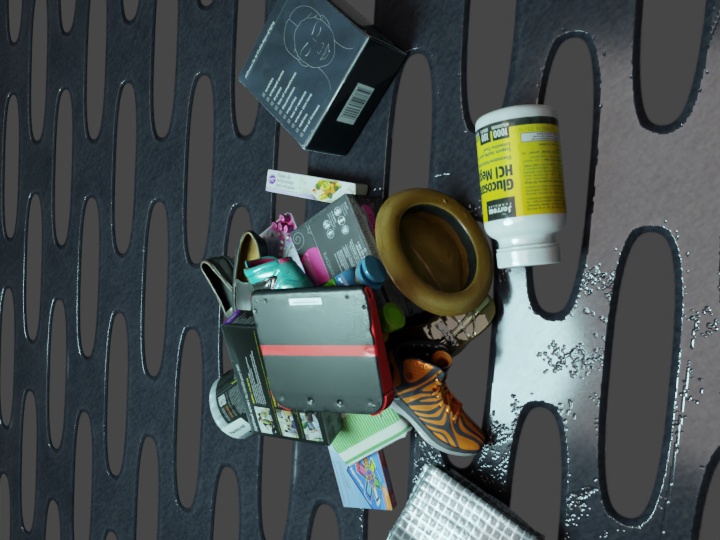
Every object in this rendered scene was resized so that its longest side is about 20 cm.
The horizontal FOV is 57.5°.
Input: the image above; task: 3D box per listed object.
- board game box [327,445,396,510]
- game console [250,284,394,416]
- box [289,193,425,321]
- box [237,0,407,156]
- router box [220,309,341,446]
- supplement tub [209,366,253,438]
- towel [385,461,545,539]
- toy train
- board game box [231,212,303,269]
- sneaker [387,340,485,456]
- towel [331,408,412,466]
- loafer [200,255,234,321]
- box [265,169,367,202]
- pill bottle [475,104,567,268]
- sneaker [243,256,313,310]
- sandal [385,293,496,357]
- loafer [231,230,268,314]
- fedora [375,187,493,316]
[{"bbox_3d":[-0.009,0.294,1.079,0.101,0.019,0.205,-9,99,35],"label":"board game box"},{"bbox_3d":[-0.054,0.108,0.885,0.196,0.031,0.181,-4,103,30],"label":"game console"},{"bbox_3d":[0.000,0.000,1.032,0.131,0.114,0.204,-30,77,30],"label":"box"},{"bbox_3d":[-0.066,-0.329,1.063,0.197,0.123,0.201,46,116,23],"label":"box"},{"bbox_3d":[-0.118,0.162,0.997,0.146,0.051,0.204,2,116,26],"label":"router box"},{"bbox_3d":[-0.164,0.202,1.147,0.199,0.121,0.124,-35,72,31],"label":"supplement tub"},{"bbox_3d":[0.138,0.392,0.930,0.198,0.085,0.168,28,88,23],"label":"towel"},{"bbox_3d":[0.019,0.088,0.897,0.115,0.084,0.203,-36,77,40],"label":"toy train"},{"bbox_3d":[-0.162,0.031,1.200,0.198,0.026,0.203,-33,73,31],"label":"board game box"},{"bbox_3d":[0.115,0.179,0.938,0.198,0.078,0.113,34,122,-5],"label":"sneaker"},{"bbox_3d":[-0.028,0.199,1.018,0.152,0.023,0.201,-36,94,33],"label":"towel"},{"bbox_3d":[-0.233,0.062,1.195,0.072,0.062,0.202,-42,68,26],"label":"loafer"},{"bbox_3d":[-0.078,-0.142,1.127,0.197,0.041,0.040,14,99,35],"label":"box"},{"bbox_3d":[0.216,-0.108,0.878,0.110,0.112,0.205,-7,88,34],"label":"pill bottle"},{"bbox_3d":[-0.151,0.042,1.043,0.199,0.083,0.122,-40,73,39],"label":"sneaker"},{"bbox_3d":[0.120,0.100,0.993,0.198,0.054,0.081,-36,79,15],"label":"sandal"},{"bbox_3d":[-0.194,0.031,1.133,0.071,0.072,0.205,-6,76,0],"label":"loafer"},{"bbox_3d":[0.097,-0.018,0.951,0.204,0.197,0.082,63,151,15],"label":"fedora"}]
